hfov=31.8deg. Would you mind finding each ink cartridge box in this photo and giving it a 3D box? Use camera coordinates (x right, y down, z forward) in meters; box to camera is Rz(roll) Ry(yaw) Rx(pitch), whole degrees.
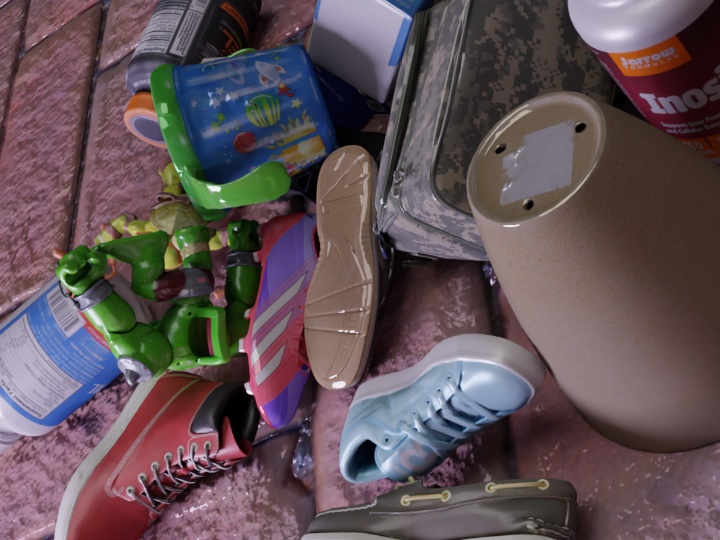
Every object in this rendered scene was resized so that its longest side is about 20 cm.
[{"bbox_3d":[-0.067,-0.165,1.201,0.200,0.095,0.037,4,62,46],"label":"ink cartridge box"},{"bbox_3d":[0.047,-0.264,1.063,0.200,0.084,0.145,-57,-5,-22],"label":"ink cartridge box"}]

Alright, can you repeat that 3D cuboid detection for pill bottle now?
[{"bbox_3d":[-0.302,0.087,1.210,0.200,0.112,0.112,-38,40,14],"label":"pill bottle"},{"bbox_3d":[0.212,-0.169,0.852,0.113,0.200,0.113,-25,44,28],"label":"pill bottle"},{"bbox_3d":[-0.186,-0.231,1.361,0.106,0.106,0.200,-4,57,42],"label":"pill bottle"}]

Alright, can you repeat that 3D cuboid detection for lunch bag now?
[{"bbox_3d":[0.088,-0.104,0.952,0.168,0.139,0.200,166,119,-69],"label":"lunch bag"}]

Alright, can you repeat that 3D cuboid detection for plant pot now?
[{"bbox_3d":[0.159,-0.015,0.780,0.187,0.200,0.187,-24,45,27],"label":"plant pot"}]

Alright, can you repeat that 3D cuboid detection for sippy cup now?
[{"bbox_3d":[-0.092,-0.125,1.066,0.130,0.140,0.178,-19,74,4],"label":"sippy cup"}]

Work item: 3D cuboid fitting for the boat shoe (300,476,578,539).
[{"bbox_3d":[0.051,0.171,0.838,0.202,0.072,0.060,-8,53,33],"label":"boat shoe"}]

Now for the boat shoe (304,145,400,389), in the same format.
[{"bbox_3d":[0.000,0.000,1.029,0.072,0.065,0.200,-10,71,37],"label":"boat shoe"}]

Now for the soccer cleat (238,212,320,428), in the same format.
[{"bbox_3d":[-0.053,0.035,1.055,0.076,0.067,0.200,-9,54,15],"label":"soccer cleat"}]

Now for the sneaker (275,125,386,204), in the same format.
[{"bbox_3d":[-0.046,-0.101,1.140,0.200,0.082,0.073,1,59,43],"label":"sneaker"}]

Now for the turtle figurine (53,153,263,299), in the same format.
[{"bbox_3d":[-0.176,-0.050,1.184,0.200,0.064,0.161,3,38,5],"label":"turtle figurine"}]

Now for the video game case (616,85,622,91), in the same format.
[{"bbox_3d":[0.176,-0.241,1.070,0.181,0.045,0.200,4,63,46],"label":"video game case"}]

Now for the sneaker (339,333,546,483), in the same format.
[{"bbox_3d":[0.052,0.107,0.864,0.200,0.074,0.082,-35,30,54],"label":"sneaker"}]

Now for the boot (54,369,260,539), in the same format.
[{"bbox_3d":[-0.162,0.174,1.036,0.144,0.072,0.200,3,58,48],"label":"boot"}]

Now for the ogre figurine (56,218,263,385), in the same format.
[{"bbox_3d":[-0.153,0.026,1.058,0.098,0.200,0.120,-15,87,26],"label":"ogre figurine"}]
